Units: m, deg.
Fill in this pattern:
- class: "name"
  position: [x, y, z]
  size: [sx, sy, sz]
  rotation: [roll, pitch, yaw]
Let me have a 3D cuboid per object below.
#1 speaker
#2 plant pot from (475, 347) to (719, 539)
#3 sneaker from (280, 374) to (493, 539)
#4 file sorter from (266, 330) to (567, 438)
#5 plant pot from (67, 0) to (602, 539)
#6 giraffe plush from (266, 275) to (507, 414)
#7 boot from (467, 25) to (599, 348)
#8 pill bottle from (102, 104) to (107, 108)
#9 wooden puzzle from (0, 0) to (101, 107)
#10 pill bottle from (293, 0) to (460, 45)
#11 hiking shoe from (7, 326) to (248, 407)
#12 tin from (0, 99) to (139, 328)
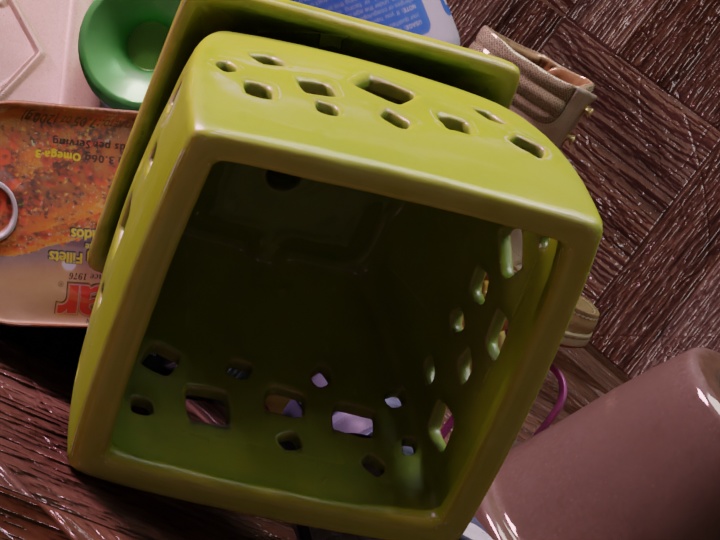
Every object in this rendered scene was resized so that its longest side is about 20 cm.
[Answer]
- class: "speaker"
  position: [-0.105, -0.122, 1.634]
  size: [0.088, 0.088, 0.200]
  rotation: [38, 4, 6]
- class: "plant pot"
  position: [0.166, 0.139, 1.598]
  size: [0.200, 0.175, 0.200]
  rotation: [38, 20, -16]
- class: "sneaker"
  position: [-0.009, 0.099, 1.487]
  size: [0.146, 0.077, 0.202]
  rotation: [54, 5, 33]
- class: "file sorter"
  position: [0.020, 0.060, 1.794]
  size: [0.139, 0.125, 0.200]
  rotation: [41, 7, 34]
- class: "plant pot"
  position: [-0.023, -0.014, 1.333]
  size: [0.200, 0.199, 0.182]
  rotation: [13, 33, -17]
- class: "giraffe plush"
  position: [0.000, 0.000, 1.622]
  size: [0.173, 0.162, 0.200]
  rotation: [86, -9, -74]
- class: "boot"
  position: [0.108, -0.051, 1.797]
  size: [0.200, 0.156, 0.073]
  rotation: [32, 7, -29]
- class: "pill bottle"
  position: [-0.215, -0.098, 1.697]
  size: [0.200, 0.112, 0.112]
  rotation: [38, 6, 8]
- class: "wooden puzzle"
  position: [-0.243, -0.161, 1.637]
  size: [0.200, 0.185, 0.046]
  rotation: [10, -29, -14]
- class: "pill bottle"
  position: [-0.007, -0.157, 1.687]
  size: [0.112, 0.112, 0.200]
  rotation: [-69, 138, -84]
- class: "hiking shoe"
  position: [-0.144, 0.023, 1.493]
  size: [0.200, 0.074, 0.087]
  rotation: [31, -18, -30]
- class: "tin"
  position: [-0.138, -0.024, 1.425]
  size: [0.200, 0.112, 0.042]
  rotation: [4, -10, -33]
